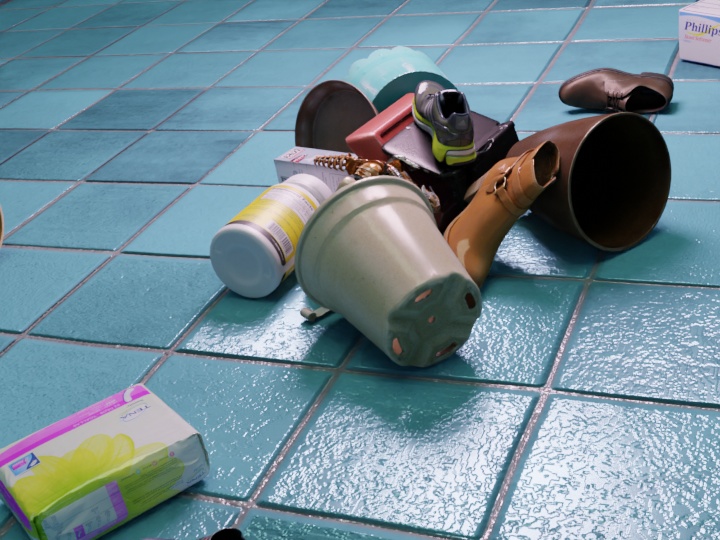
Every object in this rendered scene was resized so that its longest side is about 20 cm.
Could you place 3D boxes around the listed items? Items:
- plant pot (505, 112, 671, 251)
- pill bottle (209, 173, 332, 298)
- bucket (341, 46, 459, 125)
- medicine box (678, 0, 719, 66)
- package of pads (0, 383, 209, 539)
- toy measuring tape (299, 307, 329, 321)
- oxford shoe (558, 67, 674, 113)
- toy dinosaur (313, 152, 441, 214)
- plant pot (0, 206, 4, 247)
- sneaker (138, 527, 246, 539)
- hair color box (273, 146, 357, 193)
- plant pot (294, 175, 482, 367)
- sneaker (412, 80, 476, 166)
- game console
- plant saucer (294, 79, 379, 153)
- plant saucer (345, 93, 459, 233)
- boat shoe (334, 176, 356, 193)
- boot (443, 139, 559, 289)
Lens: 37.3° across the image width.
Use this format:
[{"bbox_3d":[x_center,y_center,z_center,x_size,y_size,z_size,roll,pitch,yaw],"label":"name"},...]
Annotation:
[{"bbox_3d":[0.298,-0.134,1.510,0.187,0.187,0.200,-24,22,-26],"label":"plant pot"},{"bbox_3d":[-0.120,-0.056,1.542,0.114,0.114,0.200,6,31,27],"label":"pill bottle"},{"bbox_3d":[0.071,-0.263,1.780,0.207,0.207,0.135,-15,28,-10],"label":"bucket"},{"bbox_3d":[0.742,-0.464,2.035,0.200,0.103,0.182,-27,32,-28],"label":"medicine box"},{"bbox_3d":[-0.280,0.211,1.148,0.200,0.068,0.154,-27,32,-28],"label":"package of pads"},{"bbox_3d":[0.000,0.000,1.447,0.200,0.074,0.074,-26,32,-28],"label":"toy measuring tape"},{"bbox_3d":[0.448,-0.312,1.880,0.200,0.073,0.084,0,31,18],"label":"oxford shoe"},{"bbox_3d":[0.020,-0.111,1.530,0.102,0.136,0.200,12,19,-43],"label":"toy dinosaur"},{"bbox_3d":[-0.712,-0.069,1.714,0.200,0.186,0.186,-7,25,34],"label":"plant pot"},{"bbox_3d":[-0.144,0.268,0.981,0.200,0.085,0.075,8,33,30],"label":"sneaker"},{"bbox_3d":[-0.034,-0.129,1.665,0.200,0.099,0.061,11,33,33],"label":"hair color box"},{"bbox_3d":[0.047,0.014,1.305,0.200,0.201,0.183,-20,40,-19],"label":"plant pot"},{"bbox_3d":[0.126,-0.232,1.544,0.074,0.081,0.200,-6,37,-13],"label":"sneaker"},{"bbox_3d":[0.150,-0.150,1.595,0.116,0.176,0.200,-6,25,39],"label":"game console"},{"bbox_3d":[-0.027,-0.207,1.714,0.200,0.200,0.034,17,24,40],"label":"plant saucer"},{"bbox_3d":[0.100,-0.170,1.617,0.037,0.200,0.200,-40,1,45],"label":"plant saucer"},{"bbox_3d":[-0.035,-0.049,1.432,0.065,0.200,0.072,41,50,7],"label":"boat shoe"},{"bbox_3d":[0.188,-0.076,1.407,0.155,0.074,0.200,-31,37,49],"label":"boot"}]
